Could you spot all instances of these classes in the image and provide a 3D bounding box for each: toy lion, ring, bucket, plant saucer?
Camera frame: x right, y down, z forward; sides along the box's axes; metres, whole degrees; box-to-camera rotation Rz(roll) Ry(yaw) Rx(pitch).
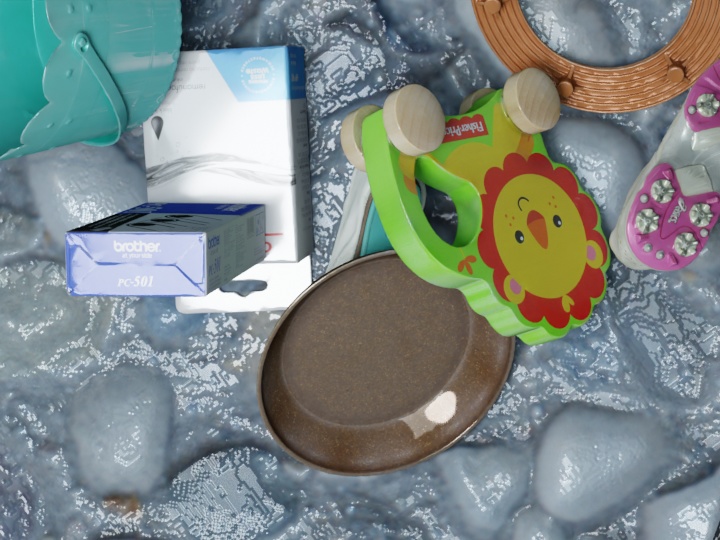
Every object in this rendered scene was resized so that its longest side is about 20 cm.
[{"bbox_3d":[0.095,-0.039,1.362,0.068,0.199,0.193,-20,84,47],"label":"toy lion"},{"bbox_3d":[0.173,-0.204,1.372,0.198,0.019,0.202,7,119,12],"label":"ring"},{"bbox_3d":[-0.234,-0.178,1.371,0.206,0.134,0.209,10,105,43],"label":"bucket"},{"bbox_3d":[0.016,0.061,1.409,0.199,0.037,0.202,-10,126,-14],"label":"plant saucer"}]

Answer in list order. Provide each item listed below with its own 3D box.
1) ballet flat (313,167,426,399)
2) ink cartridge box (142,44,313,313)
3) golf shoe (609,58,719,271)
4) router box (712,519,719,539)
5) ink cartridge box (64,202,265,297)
[{"bbox_3d":[0.000,0.000,1.426,0.069,0.070,0.201,19,118,5],"label":"ballet flat"},{"bbox_3d":[-0.098,-0.065,1.435,0.115,0.067,0.202,-2,95,8],"label":"ink cartridge box"},{"bbox_3d":[0.243,-0.084,1.389,0.075,0.092,0.200,39,76,-5],"label":"golf shoe"},{"bbox_3d":[0.329,0.234,1.415,0.148,0.051,0.202,19,98,7],"label":"router box"},{"bbox_3d":[-0.128,-0.017,1.309,0.093,0.200,0.045,1,97,8],"label":"ink cartridge box"}]
